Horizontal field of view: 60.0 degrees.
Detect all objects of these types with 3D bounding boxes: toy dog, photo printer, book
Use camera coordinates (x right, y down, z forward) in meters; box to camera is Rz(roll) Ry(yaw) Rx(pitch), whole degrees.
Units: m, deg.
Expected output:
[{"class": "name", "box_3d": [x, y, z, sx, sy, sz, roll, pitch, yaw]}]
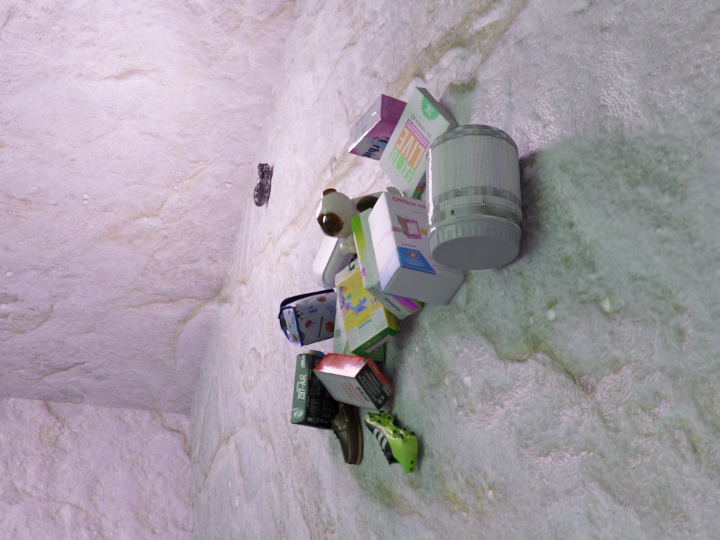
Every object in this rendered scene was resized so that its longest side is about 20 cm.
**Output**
[{"class": "toy dog", "box_3d": [-0.006, -0.116, 1.427, 0.195, 0.194, 0.143, 123, 148, -59]}, {"class": "photo printer", "box_3d": [-0.067, -0.051, 1.687, 0.205, 0.068, 0.166, -66, 17, 4]}, {"class": "book", "box_3d": [0.125, -0.275, 1.371, 0.135, 0.047, 0.203, 55, 134, 33]}]

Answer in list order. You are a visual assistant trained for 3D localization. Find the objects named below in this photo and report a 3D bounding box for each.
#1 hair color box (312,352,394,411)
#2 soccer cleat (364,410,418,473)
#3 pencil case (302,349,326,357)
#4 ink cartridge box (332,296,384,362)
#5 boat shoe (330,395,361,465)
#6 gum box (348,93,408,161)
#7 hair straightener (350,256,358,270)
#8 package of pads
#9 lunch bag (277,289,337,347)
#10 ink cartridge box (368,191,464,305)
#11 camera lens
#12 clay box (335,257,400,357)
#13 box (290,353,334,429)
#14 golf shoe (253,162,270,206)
[{"class": "hair color box", "box_3d": [-0.019, 0.247, 1.402, 0.061, 0.103, 0.198, -43, 19, -25]}, {"class": "soccer cleat", "box_3d": [0.058, 0.345, 1.270, 0.199, 0.066, 0.084, -163, 71, -68]}, {"class": "pencil case", "box_3d": [-0.122, 0.316, 1.701, 0.086, 0.077, 0.205, -33, 46, 34]}, {"class": "ink cartridge box", "box_3d": [-0.001, 0.113, 1.483, 0.145, 0.082, 0.207, 156, 122, -64]}, {"class": "boat shoe", "box_3d": [-0.041, 0.364, 1.495, 0.071, 0.068, 0.204, -54, 34, 44]}, {"class": "gum box", "box_3d": [0.055, -0.335, 1.507, 0.199, 0.110, 0.068, 151, 127, -62]}, {"class": "hair straightener", "box_3d": [0.000, 0.000, 1.608, 0.077, 0.040, 0.206, -128, 47, -62]}, {"class": "package of pads", "box_3d": [0.057, -0.013, 1.316, 0.067, 0.154, 0.204, -29, 46, 21]}, {"class": "lunch bag", "box_3d": [-0.121, 0.120, 1.644, 0.199, 0.165, 0.128, 168, 89, -71]}, {"class": "ink cartridge box", "box_3d": [0.104, -0.046, 1.216, 0.204, 0.141, 0.085, -101, 31, -42]}, {"class": "camera lens", "box_3d": [0.186, -0.122, 1.030, 0.160, 0.156, 0.206, 144, 132, -59]}, {"class": "clay box", "box_3d": [0.010, 0.070, 1.359, 0.114, 0.047, 0.204, -35, 49, 27]}, {"class": "box", "box_3d": [-0.102, 0.302, 1.536, 0.042, 0.200, 0.165, -3, 73, 22]}, {"class": "golf shoe", "box_3d": [-0.442, -0.383, 2.838, 0.095, 0.075, 0.207, 128, 151, -80]}]
